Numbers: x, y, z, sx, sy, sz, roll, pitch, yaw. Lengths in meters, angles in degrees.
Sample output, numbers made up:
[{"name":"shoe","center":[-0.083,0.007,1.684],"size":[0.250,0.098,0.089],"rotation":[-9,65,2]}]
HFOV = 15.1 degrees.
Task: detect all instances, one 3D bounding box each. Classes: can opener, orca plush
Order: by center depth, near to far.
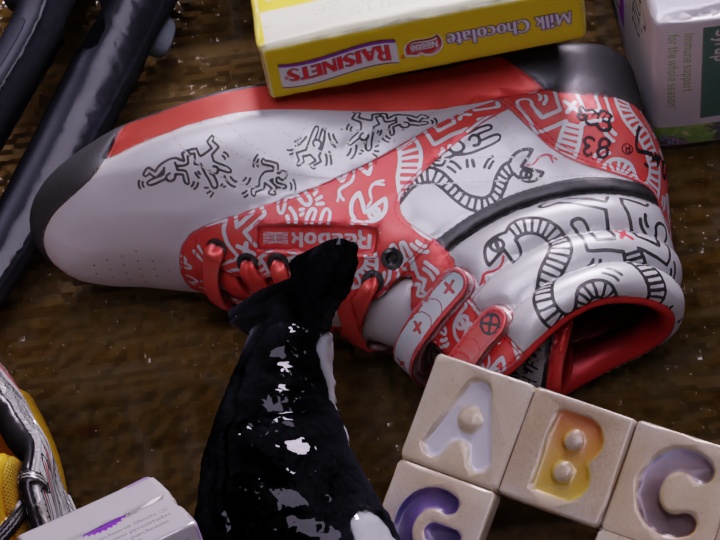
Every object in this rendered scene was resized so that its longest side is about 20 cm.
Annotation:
[{"name":"orca plush","center":[-0.012,0.088,0.756],"size":[0.105,0.071,0.201],"rotation":[-4,76,23]},{"name":"can opener","center":[-0.100,-0.065,0.894],"size":[0.063,0.079,0.201],"rotation":[24,72,-10]}]

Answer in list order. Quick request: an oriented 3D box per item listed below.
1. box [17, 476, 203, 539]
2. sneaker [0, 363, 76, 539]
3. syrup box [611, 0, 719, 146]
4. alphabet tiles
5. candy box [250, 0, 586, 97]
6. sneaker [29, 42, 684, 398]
[{"name":"box","center":[-0.034,0.152,0.705],"size":[0.041,0.201,0.039],"rotation":[-25,22,-14]},{"name":"sneaker","center":[-0.110,0.100,0.793],"size":[0.078,0.082,0.201],"rotation":[-25,64,-7]},{"name":"syrup box","center":[0.111,-0.149,0.896],"size":[0.081,0.079,0.201],"rotation":[-11,63,1]},{"name":"alphabet tiles","center":[0.080,0.129,0.751],"size":[0.199,0.008,0.168],"rotation":[17,83,27]},{"name":"candy box","center":[0.007,-0.136,0.896],"size":[0.102,0.027,0.201],"rotation":[-10,43,-1]},{"name":"sneaker","center":[0.000,-0.001,0.840],"size":[0.200,0.067,0.108],"rotation":[-12,60,-2]}]
